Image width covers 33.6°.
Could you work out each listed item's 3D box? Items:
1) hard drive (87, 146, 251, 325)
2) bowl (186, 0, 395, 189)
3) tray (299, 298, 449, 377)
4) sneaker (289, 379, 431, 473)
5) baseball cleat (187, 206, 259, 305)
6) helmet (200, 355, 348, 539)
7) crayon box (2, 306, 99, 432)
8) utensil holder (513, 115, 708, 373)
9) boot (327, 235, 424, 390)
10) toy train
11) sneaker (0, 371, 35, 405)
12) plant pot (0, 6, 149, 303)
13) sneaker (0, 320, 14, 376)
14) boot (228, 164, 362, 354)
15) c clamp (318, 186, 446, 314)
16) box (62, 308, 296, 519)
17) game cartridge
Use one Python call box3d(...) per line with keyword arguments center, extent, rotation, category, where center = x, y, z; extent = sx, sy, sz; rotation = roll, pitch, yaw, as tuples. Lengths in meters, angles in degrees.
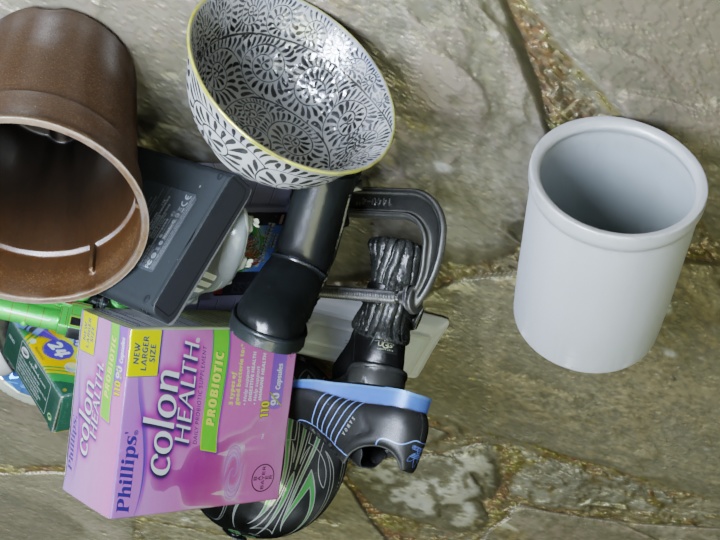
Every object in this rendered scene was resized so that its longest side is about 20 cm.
box3d(center=(-0.203, -0.042, 1.082), extent=(0.199, 0.141, 0.033), rotation=(18, 163, 42), category="hard drive")
box3d(center=(-0.076, -0.139, 1.036), extent=(0.199, 0.203, 0.094), rotation=(20, 138, -22), category="bowl")
box3d(center=(-0.005, 0.076, 1.365), extent=(0.197, 0.022, 0.108), rotation=(13, 131, -17), category="tray")
box3d(center=(-0.018, 0.156, 1.201), extent=(0.198, 0.079, 0.070), rotation=(0, 163, 40), category="sneaker")
box3d(center=(-0.174, -0.008, 1.112), extent=(0.105, 0.071, 0.200), rotation=(5, 155, -28), category="baseball cleat")
box3d(center=(-0.102, 0.204, 1.377), extent=(0.198, 0.202, 0.190), rotation=(20, 147, -22), category="helmet")
box3d(center=(-0.251, 0.090, 1.239), extent=(0.198, 0.126, 0.052), rotation=(-8, 132, -41), category="crayon box")
box3d(center=(0.241, -0.022, 1.191), extent=(0.167, 0.171, 0.202), rotation=(-2, 137, -2), category="utensil holder")
box3d(center=(0.022, 0.057, 1.282), extent=(0.078, 0.160, 0.211), rotation=(10, 167, -10), category="boot")
box3d(center=(-0.293, 0.038, 1.193), extent=(0.197, 0.057, 0.042), rotation=(13, 154, -14), category="toy train")
box3d(center=(-0.301, 0.104, 1.327), extent=(0.198, 0.078, 0.111), rotation=(19, 136, -27), category="sneaker")
box3d(center=(-0.277, -0.113, 1.037), extent=(0.197, 0.200, 0.202), rotation=(-3, 135, -3), category="plant pot")
box3d(center=(-0.365, 0.004, 1.246), extent=(0.111, 0.073, 0.202), rotation=(-23, 123, -12), category="sneaker")
box3d(center=(-0.054, -0.024, 1.104), extent=(0.072, 0.198, 0.164), rotation=(21, 105, 3), category="boot")
box3d(center=(0.000, 0.000, 1.190), extent=(0.198, 0.174, 0.027), rotation=(-3, 169, 35), category="c clamp")
box3d(center=(-0.172, 0.133, 1.164), extent=(0.198, 0.096, 0.179), rotation=(3, 97, -41), category="box")
box3d(center=(-0.149, -0.026, 1.225), extent=(0.128, 0.039, 0.201), rotation=(2, 135, -24), category="game cartridge")
